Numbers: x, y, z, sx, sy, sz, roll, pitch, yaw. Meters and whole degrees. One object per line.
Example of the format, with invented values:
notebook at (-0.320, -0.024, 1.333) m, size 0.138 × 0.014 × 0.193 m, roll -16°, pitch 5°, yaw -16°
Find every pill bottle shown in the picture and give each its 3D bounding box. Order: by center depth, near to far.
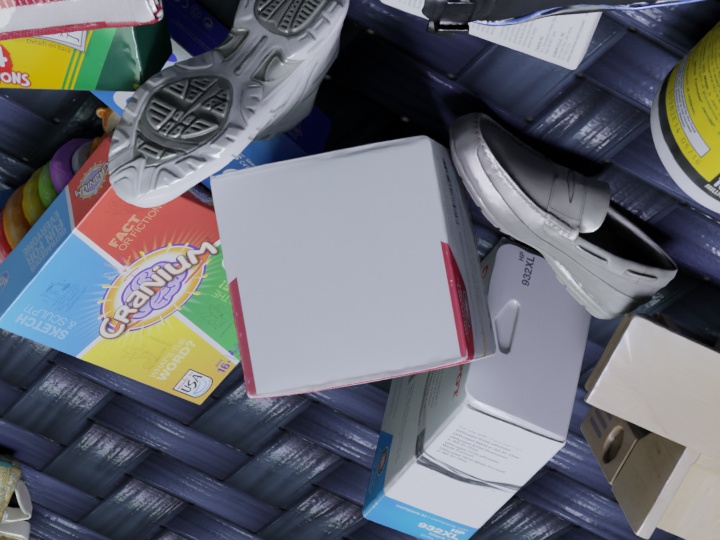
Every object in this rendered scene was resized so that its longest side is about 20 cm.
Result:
pill bottle at (0.264, -0.121, 1.550) m, size 0.112 × 0.113 × 0.200 m, roll 24°, pitch 146°, yaw -13°

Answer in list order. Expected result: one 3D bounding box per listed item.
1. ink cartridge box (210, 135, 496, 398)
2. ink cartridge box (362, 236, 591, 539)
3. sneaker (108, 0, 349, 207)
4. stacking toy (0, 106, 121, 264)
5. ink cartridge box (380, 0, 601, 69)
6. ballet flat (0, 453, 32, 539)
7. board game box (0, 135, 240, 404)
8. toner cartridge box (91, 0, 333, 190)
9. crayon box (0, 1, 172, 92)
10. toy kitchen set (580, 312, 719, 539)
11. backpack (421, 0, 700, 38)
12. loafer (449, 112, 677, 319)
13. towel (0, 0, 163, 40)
ink cartridge box at (0.000, 0.000, 1.708) m, size 0.144 × 0.146 × 0.200 m, roll -11°, pitch 177°, yaw 8°
ink cartridge box at (0.085, 0.093, 1.907) m, size 0.084 × 0.145 × 0.200 m, roll 22°, pitch 146°, yaw -11°
sneaker at (-0.075, -0.102, 1.661) m, size 0.078 × 0.200 × 0.099 m, roll 40°, pitch 165°, yaw 24°
stacking toy at (-0.193, -0.053, 1.869) m, size 0.116 × 0.110 × 0.200 m, roll 24°, pitch 134°, yaw -12°
ink cartridge box at (0.060, -0.212, 1.570) m, size 0.199 × 0.050 × 0.161 m, roll 21°, pitch 147°, yaw 2°
ballet flat at (-0.325, 0.221, 2.343) m, size 0.070 × 0.071 × 0.200 m, roll 14°, pitch 147°, yaw 3°
board game box at (-0.145, 0.004, 1.857) m, size 0.200 × 0.040 × 0.153 m, roll 24°, pitch 116°, yaw -41°
toner cartridge box at (-0.120, -0.128, 1.763) m, size 0.095 × 0.043 × 0.200 m, roll -21°, pitch 132°, yaw 39°
crayon box at (-0.231, -0.201, 1.643) m, size 0.199 × 0.058 × 0.173 m, roll 3°, pitch 125°, yaw 18°
toy kitchen set at (0.222, 0.068, 1.884) m, size 0.163 × 0.181 × 0.200 m, roll 24°, pitch 106°, yaw -17°
backpack at (0.113, -0.240, 1.394) m, size 0.199 × 0.154 × 0.191 m, roll -9°, pitch 129°, yaw 14°
loafer at (0.136, -0.044, 1.766) m, size 0.070 × 0.070 × 0.200 m, roll -29°, pitch 129°, yaw 29°
towel at (-0.206, -0.230, 1.566) m, size 0.144 × 0.023 × 0.200 m, roll -3°, pitch 120°, yaw 22°
